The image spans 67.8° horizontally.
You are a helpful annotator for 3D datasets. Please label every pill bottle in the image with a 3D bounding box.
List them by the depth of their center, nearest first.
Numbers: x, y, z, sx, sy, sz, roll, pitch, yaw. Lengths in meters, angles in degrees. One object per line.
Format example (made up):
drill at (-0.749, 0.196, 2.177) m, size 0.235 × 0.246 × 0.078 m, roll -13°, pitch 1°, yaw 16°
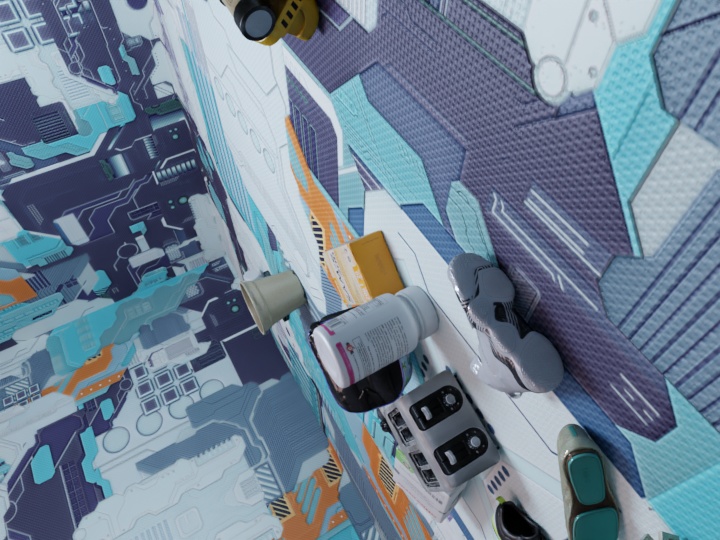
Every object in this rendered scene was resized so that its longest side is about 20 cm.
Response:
pill bottle at (0.029, 0.110, 0.933) m, size 0.114 × 0.199 × 0.114 m, roll 54°, pitch 159°, yaw 31°
pill bottle at (-0.494, 0.096, 2.552) m, size 0.109 × 0.109 × 0.201 m, roll 45°, pitch 154°, yaw 46°

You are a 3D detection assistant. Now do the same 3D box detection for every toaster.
toaster at (0.142, 0.299, 0.996) m, size 0.182 × 0.118 × 0.200 m, roll 61°, pitch 162°, yaw 16°

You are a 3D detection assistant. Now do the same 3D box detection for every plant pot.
plant pot at (-0.296, 0.092, 1.863) m, size 0.201 × 0.183 × 0.201 m, roll 54°, pitch 160°, yaw 30°

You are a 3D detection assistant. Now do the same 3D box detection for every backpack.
backpack at (0.013, 0.171, 1.091) m, size 0.201 × 0.182 × 0.147 m, roll 70°, pitch -162°, yaw -2°

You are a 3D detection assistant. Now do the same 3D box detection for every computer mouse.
computer mouse at (0.062, 0.421, 1.513) m, size 0.059 × 0.034 × 0.201 m, roll 52°, pitch 161°, yaw 29°

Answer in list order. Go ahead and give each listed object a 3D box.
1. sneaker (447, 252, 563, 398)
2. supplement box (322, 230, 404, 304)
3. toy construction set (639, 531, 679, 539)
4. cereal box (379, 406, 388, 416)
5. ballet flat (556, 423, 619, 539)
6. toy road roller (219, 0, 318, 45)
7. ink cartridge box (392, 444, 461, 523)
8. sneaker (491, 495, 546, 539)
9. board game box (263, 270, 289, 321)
sneaker at (0.168, 0.079, 0.700) m, size 0.201 × 0.075 × 0.115 m, roll 56°, pitch 158°, yaw 16°
supplement box at (0.000, 0.000, 1.078) m, size 0.127 × 0.073 × 0.200 m, roll 67°, pitch 163°, yaw -3°
toy construction set at (0.338, 0.310, 0.494) m, size 0.131 × 0.092 × 0.200 m, roll 35°, pitch 163°, yaw 11°
cereal box at (0.100, 0.371, 1.335) m, size 0.200 × 0.039 × 0.144 m, roll 54°, pitch 159°, yaw 33°
ballet flat at (0.288, 0.282, 0.682) m, size 0.062 × 0.067 × 0.201 m, roll -86°, pitch -16°, yaw -67°
toy road roller at (-0.117, -0.441, 0.810) m, size 0.200 × 0.145 × 0.123 m, roll -49°, pitch 61°, yaw 30°
ink cartridge box at (0.151, 0.440, 1.157) m, size 0.145 × 0.084 × 0.201 m, roll 36°, pitch 151°, yaw 26°
sneaker at (0.285, 0.475, 0.895) m, size 0.200 × 0.071 × 0.083 m, roll 49°, pitch 155°, yaw 41°
board game box at (-0.370, 0.113, 2.353) m, size 0.201 × 0.028 × 0.136 m, roll 57°, pitch 160°, yaw 25°
